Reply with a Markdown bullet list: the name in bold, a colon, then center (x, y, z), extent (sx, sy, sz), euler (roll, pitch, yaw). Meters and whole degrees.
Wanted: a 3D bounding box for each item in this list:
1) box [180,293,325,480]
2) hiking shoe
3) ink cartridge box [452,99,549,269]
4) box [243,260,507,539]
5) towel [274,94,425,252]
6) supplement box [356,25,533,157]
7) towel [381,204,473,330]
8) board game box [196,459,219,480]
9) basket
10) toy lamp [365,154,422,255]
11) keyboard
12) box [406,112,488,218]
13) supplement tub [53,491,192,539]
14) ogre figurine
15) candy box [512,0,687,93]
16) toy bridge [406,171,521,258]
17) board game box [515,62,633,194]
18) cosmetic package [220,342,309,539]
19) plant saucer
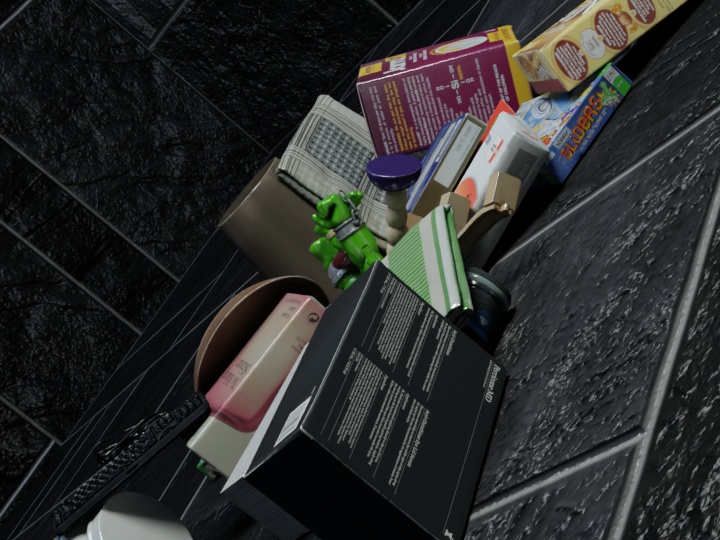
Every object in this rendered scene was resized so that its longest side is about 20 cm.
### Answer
- **box**: center (-0.088, 0.134, 1.341), extent (0.200, 0.109, 0.128), euler (-51, 11, -9)
- **hiking shoe**: center (0.046, 0.068, 1.123), extent (0.200, 0.074, 0.087), euler (-39, 16, 47)
- **ink cartridge box**: center (0.114, -0.093, 1.298), extent (0.162, 0.050, 0.200), euler (-61, 19, 16)
- **box**: center (0.018, 0.110, 0.926), extent (0.079, 0.141, 0.200), euler (-44, 12, 37)
- **towel**: center (0.005, -0.121, 1.578), extent (0.035, 0.200, 0.193), euler (-49, 10, 38)
- **supplement box**: center (0.104, -0.218, 1.537), extent (0.199, 0.103, 0.131), euler (-14, 19, 6)
- **towel**: center (0.024, 0.050, 1.096), extent (0.200, 0.023, 0.153), euler (-50, 28, 31)
- **board game box**: center (-0.125, 0.162, 1.604), extent (0.135, 0.029, 0.200), euler (-42, 14, 38)
- **basket**: center (-0.067, -0.033, 1.568), extent (0.181, 0.200, 0.136), euler (-57, 13, -30)
- **toy lamp**: center (0.035, -0.006, 1.182), extent (0.058, 0.201, 0.058), euler (-4, 27, 2)
- **keyboard**: center (-0.245, 0.187, 1.305), extent (0.200, 0.040, 0.104), euler (-39, 10, -9)
- **box**: center (0.085, -0.108, 1.390), extent (0.121, 0.032, 0.200), euler (-61, 6, 1)
- **supplement tub**: center (-0.276, 0.338, 1.315), extent (0.200, 0.145, 0.145), euler (-45, 12, 25)
- **ogre figurine**: center (0.000, 0.000, 1.322), extent (0.098, 0.120, 0.200), euler (-28, -17, -29)
- **candy box**: center (0.262, -0.263, 1.308), extent (0.200, 0.055, 0.115), euler (-37, 9, -2)
- **toy bridge**: center (0.085, -0.039, 1.190), extent (0.200, 0.027, 0.067), euler (-20, 52, 63)
- **board game box**: center (0.190, -0.137, 1.330), extent (0.135, 0.034, 0.200), euler (-53, 12, -16)
- **cosmetic package**: center (-0.051, 0.153, 1.202), extent (0.051, 0.083, 0.200), euler (-38, 16, 44)
- **plant saucer**: center (-0.116, 0.090, 1.439), extent (0.034, 0.200, 0.200), euler (33, 80, 35)
